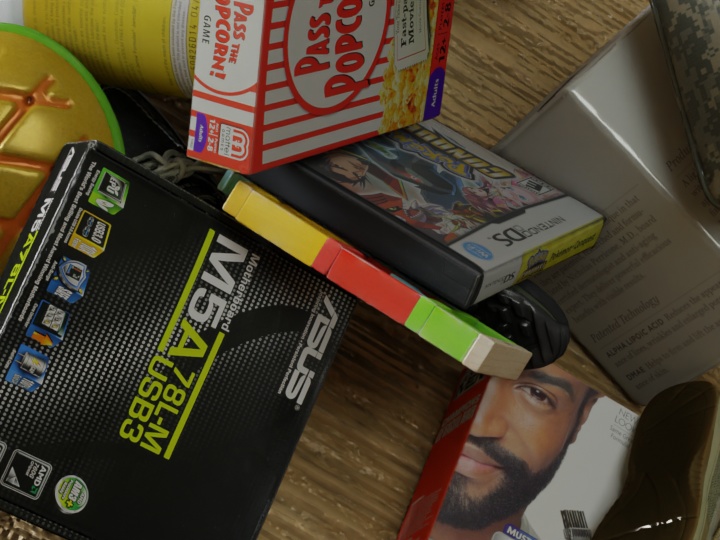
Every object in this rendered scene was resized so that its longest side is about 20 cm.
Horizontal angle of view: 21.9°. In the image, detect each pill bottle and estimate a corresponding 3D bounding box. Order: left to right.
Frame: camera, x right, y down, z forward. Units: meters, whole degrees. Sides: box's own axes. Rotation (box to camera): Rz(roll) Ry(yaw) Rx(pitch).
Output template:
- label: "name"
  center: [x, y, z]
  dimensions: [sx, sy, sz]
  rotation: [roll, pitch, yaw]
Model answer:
- label: "pill bottle"
  center: [-0.142, -0.165, 1.098]
  dimensions: [0.200, 0.112, 0.112]
  rotation: [11, 57, 16]

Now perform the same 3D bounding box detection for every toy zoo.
- label: "toy zoo"
  center: [0.000, 0.000, 1.058]
  dimensions: [0.200, 0.131, 0.020]
  rotation: [32, 93, 14]

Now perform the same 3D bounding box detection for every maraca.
- label: "maraca"
  center: [-0.195, -0.043, 1.059]
  dimensions: [0.137, 0.107, 0.200]
  rotation: [-22, 92, 4]

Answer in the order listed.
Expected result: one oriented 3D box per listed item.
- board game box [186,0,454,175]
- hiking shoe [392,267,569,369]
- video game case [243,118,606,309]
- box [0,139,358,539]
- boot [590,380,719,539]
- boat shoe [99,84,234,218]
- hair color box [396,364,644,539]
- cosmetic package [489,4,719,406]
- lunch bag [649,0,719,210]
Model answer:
- label: "board game box"
  center: [-0.015, -0.148, 1.054]
  dimensions: [0.046, 0.152, 0.200]
  rotation: [18, 23, 30]
- label: "hiking shoe"
  center: [0.056, -0.015, 1.160]
  dimensions: [0.200, 0.076, 0.101]
  rotation: [32, 47, 20]
- label: "video game case"
  center: [0.027, -0.054, 1.117]
  dimensions: [0.200, 0.026, 0.181]
  rotation: [32, 26, 21]
- label: "box"
  center: [-0.117, 0.059, 1.024]
  dimensions: [0.193, 0.048, 0.200]
  rotation: [31, 75, -27]
- label: "boot"
  center: [0.210, 0.188, 1.141]
  dimensions: [0.155, 0.072, 0.200]
  rotation: [55, 42, -29]
- label: "boat shoe"
  center: [-0.114, -0.043, 1.121]
  dimensions: [0.074, 0.068, 0.199]
  rotation: [-19, 77, -32]
- label: "hair color box"
  center: [0.090, 0.155, 1.135]
  dimensions: [0.111, 0.064, 0.200]
  rotation: [30, 56, -11]
- label: "cosmetic package"
  center: [0.203, -0.053, 1.226]
  dimensions: [0.200, 0.165, 0.165]
  rotation: [47, 54, 0]
- label: "lunch bag"
  center: [0.281, -0.124, 1.116]
  dimensions: [0.168, 0.139, 0.200]
  rotation: [3, 67, -45]
